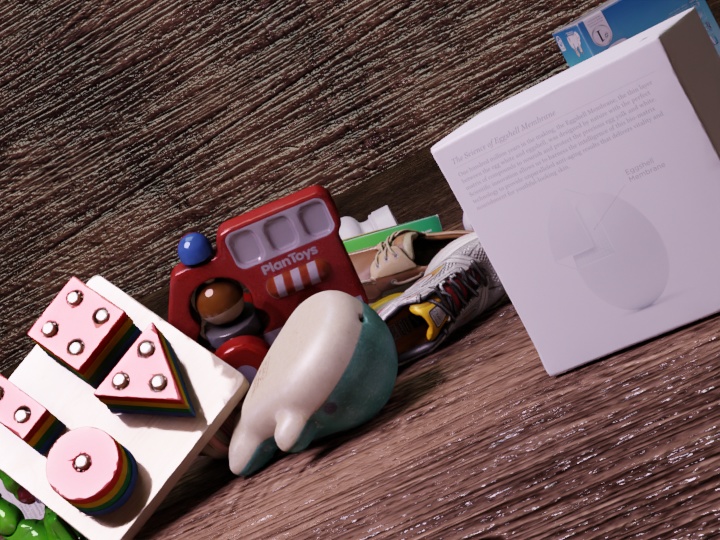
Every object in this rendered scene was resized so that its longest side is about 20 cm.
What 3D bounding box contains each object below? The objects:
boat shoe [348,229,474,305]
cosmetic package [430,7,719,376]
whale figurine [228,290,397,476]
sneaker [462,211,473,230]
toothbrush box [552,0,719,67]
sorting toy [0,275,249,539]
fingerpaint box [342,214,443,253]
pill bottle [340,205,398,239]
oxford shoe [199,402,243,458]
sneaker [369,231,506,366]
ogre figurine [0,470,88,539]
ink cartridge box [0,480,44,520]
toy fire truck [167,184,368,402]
[{"bbox_3d":[0.049,-0.010,1.559,0.199,0.074,0.076,-5,43,10],"label":"boat shoe"},{"bbox_3d":[0.196,-0.060,1.139,0.199,0.200,0.123,-24,9,30],"label":"cosmetic package"},{"bbox_3d":[-0.042,0.112,1.354,0.200,0.104,0.159,-51,20,30],"label":"whale figurine"},{"bbox_3d":[0.171,-0.077,1.834,0.200,0.081,0.146,-36,4,-31],"label":"sneaker"},{"bbox_3d":[0.328,-0.211,1.653,0.146,0.200,0.085,-31,7,-9],"label":"toothbrush box"},{"bbox_3d":[-0.242,0.120,1.379,0.200,0.199,0.070,-52,-25,-13],"label":"sorting toy"},{"bbox_3d":[0.000,0.000,1.698,0.199,0.074,0.167,-16,-2,1],"label":"fingerpaint box"},{"bbox_3d":[-0.033,0.001,1.926,0.200,0.112,0.112,-28,8,3],"label":"pill bottle"},{"bbox_3d":[-0.143,0.162,1.490,0.074,0.071,0.200,-43,0,5],"label":"oxford shoe"},{"bbox_3d":[0.082,0.035,1.464,0.200,0.078,0.082,-39,12,0],"label":"sneaker"},{"bbox_3d":[-0.292,0.212,1.456,0.200,0.120,0.098,-29,3,-7],"label":"ogre figurine"},{"bbox_3d":[-0.325,0.208,1.738,0.200,0.084,0.146,-28,8,2],"label":"ink cartridge box"},{"bbox_3d":[-0.096,0.019,1.454,0.199,0.168,0.112,-20,26,5],"label":"toy fire truck"}]
